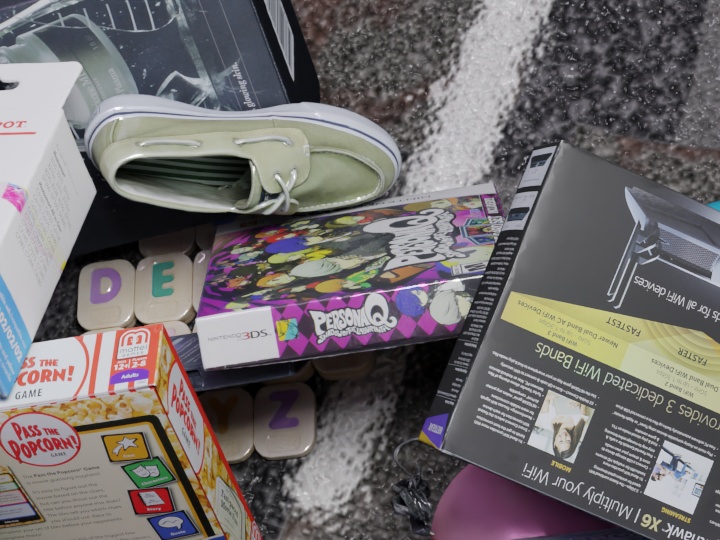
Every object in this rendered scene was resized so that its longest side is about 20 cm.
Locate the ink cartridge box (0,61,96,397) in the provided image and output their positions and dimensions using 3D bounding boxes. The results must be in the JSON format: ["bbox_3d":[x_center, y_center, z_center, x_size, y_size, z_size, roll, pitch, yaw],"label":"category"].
[{"bbox_3d":[-0.222,-0.026,1.065,0.114,0.068,0.201,0,45,18],"label":"ink cartridge box"}]

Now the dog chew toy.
[{"bbox_3d":[0.141,0.138,1.053,0.198,0.125,0.125,-22,60,-6],"label":"dog chew toy"}]

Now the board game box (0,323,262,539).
[{"bbox_3d":[-0.153,0.121,1.087,0.150,0.201,0.047,-8,46,10],"label":"board game box"}]

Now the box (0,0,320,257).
[{"bbox_3d":[-0.142,-0.132,1.202,0.195,0.201,0.125,-13,43,9],"label":"box"}]

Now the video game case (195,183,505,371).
[{"bbox_3d":[0.000,0.000,1.115,0.179,0.200,0.036,-9,106,2],"label":"video game case"}]

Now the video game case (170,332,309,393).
[{"bbox_3d":[-0.122,0.057,1.140,0.198,0.143,0.019,-10,96,11],"label":"video game case"}]

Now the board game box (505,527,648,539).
[{"bbox_3d":[0.095,0.235,0.962,0.198,0.043,0.201,-4,91,-15],"label":"board game box"}]

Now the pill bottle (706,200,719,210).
[{"bbox_3d":[0.174,0.027,1.100,0.198,0.111,0.112,-16,61,6],"label":"pill bottle"}]

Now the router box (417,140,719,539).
[{"bbox_3d":[0.149,0.049,0.931,0.199,0.052,0.158,24,86,-9],"label":"router box"}]

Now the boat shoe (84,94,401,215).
[{"bbox_3d":[-0.066,-0.058,1.145,0.198,0.072,0.062,3,39,-21],"label":"boat shoe"}]

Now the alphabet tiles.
[{"bbox_3d":[-0.087,0.030,1.224,0.198,0.015,0.197,-7,62,12],"label":"alphabet tiles"}]

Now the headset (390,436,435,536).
[{"bbox_3d":[0.099,0.060,0.972,0.199,0.094,0.124,-35,91,6],"label":"headset"}]
